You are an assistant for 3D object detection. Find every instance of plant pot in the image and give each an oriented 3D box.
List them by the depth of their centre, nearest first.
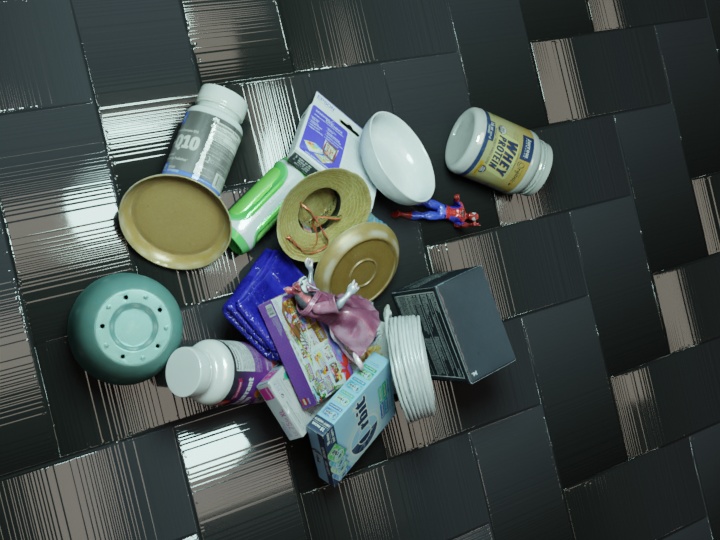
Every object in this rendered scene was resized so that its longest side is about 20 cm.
[{"bbox_3d":[-0.395,0.099,1.291,0.198,0.161,0.204,2,85,-23],"label":"plant pot"},{"bbox_3d":[-0.326,-0.089,1.339,0.198,0.201,0.028,25,33,-18],"label":"plant pot"},{"bbox_3d":[0.000,0.000,1.471,0.198,0.027,0.202,-21,132,-25],"label":"plant pot"}]

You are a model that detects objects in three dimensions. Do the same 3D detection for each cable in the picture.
[{"bbox_3d":[0.098,0.185,1.434,0.068,0.201,0.202,-12,122,4],"label":"cable"}]

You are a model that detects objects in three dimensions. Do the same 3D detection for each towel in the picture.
[{"bbox_3d":[-0.159,0.057,1.402,0.148,0.049,0.201,45,37,-13],"label":"towel"}]

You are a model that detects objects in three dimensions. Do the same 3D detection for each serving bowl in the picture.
[{"bbox_3d":[0.064,-0.215,1.519,0.199,0.065,0.202,31,45,-36],"label":"serving bowl"}]

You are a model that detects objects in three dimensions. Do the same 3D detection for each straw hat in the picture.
[{"bbox_3d":[-0.084,-0.122,1.409,0.199,0.085,0.203,-15,131,-18],"label":"straw hat"}]

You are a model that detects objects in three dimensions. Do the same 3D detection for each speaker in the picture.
[{"bbox_3d":[-0.183,-0.125,1.440,0.089,0.088,0.200,46,71,-12],"label":"speaker"}]

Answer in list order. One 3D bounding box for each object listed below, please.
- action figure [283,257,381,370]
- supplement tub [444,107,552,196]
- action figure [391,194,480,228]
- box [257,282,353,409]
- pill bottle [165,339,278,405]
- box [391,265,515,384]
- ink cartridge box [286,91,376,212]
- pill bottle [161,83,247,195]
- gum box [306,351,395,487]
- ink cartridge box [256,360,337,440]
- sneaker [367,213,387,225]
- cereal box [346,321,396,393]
[{"bbox_3d":[-0.061,0.072,1.363,0.199,0.134,0.150,22,94,-34],"label":"action figure"},{"bbox_3d":[0.297,-0.250,1.620,0.198,0.144,0.146,17,79,-20],"label":"supplement tub"},{"bbox_3d":[0.175,-0.128,1.586,0.198,0.099,0.066,7,83,-24],"label":"action figure"},{"bbox_3d":[-0.095,0.131,1.371,0.136,0.039,0.202,-25,91,-57],"label":"box"},{"bbox_3d":[-0.242,0.179,1.325,0.199,0.110,0.113,13,78,-58],"label":"pill bottle"},{"bbox_3d":[0.184,0.110,1.511,0.122,0.198,0.202,-22,94,-22],"label":"box"},{"bbox_3d":[-0.043,-0.232,1.503,0.197,0.043,0.201,36,42,-22],"label":"ink cartridge box"},{"bbox_3d":[-0.285,-0.232,1.392,0.113,0.114,0.202,22,77,-19],"label":"pill bottle"},{"bbox_3d":[-0.012,0.278,1.413,0.200,0.044,0.171,-46,146,-32],"label":"gum box"},{"bbox_3d":[-0.101,0.203,1.392,0.120,0.042,0.200,60,37,-12],"label":"ink cartridge box"},{"bbox_3d":[-0.005,-0.028,1.510,0.130,0.079,0.202,29,76,-16],"label":"sneaker"},{"bbox_3d":[-0.009,0.170,1.510,0.198,0.039,0.146,5,85,-22],"label":"cereal box"}]
